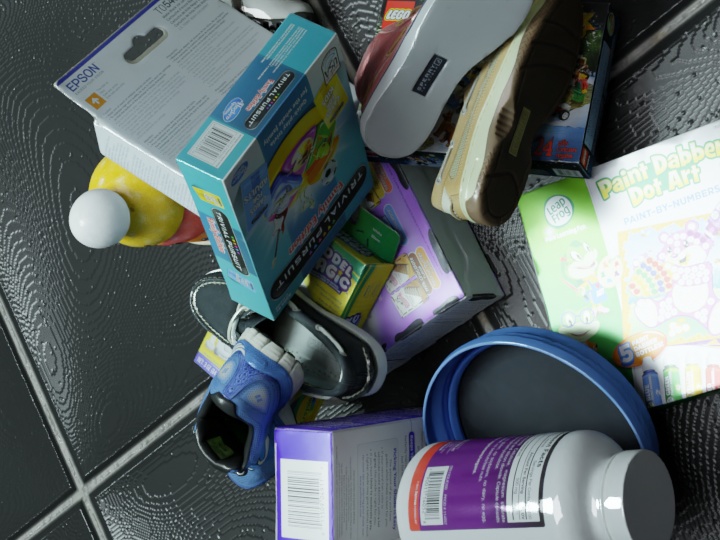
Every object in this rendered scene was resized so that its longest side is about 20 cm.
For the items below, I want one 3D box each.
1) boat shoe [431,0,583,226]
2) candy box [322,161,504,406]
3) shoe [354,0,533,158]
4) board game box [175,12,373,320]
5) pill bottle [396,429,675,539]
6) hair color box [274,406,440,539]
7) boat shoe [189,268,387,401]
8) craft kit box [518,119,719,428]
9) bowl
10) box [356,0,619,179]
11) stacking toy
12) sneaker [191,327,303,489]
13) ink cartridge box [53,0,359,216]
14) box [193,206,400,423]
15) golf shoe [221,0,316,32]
[{"bbox_3d":[0.106,-0.135,1.378,0.076,0.072,0.201,15,76,43],"label":"boat shoe"},{"bbox_3d":[0.000,0.000,1.543,0.200,0.071,0.168,-36,71,30],"label":"candy box"},{"bbox_3d":[0.060,-0.187,1.375,0.200,0.071,0.091,-54,25,23],"label":"shoe"},{"bbox_3d":[-0.060,-0.076,1.378,0.047,0.200,0.151,26,66,23],"label":"board game box"},{"bbox_3d":[0.133,0.180,1.346,0.199,0.112,0.113,-9,85,38],"label":"pill bottle"},{"bbox_3d":[0.012,0.174,1.457,0.065,0.200,0.110,0,91,37],"label":"hair color box"},{"bbox_3d":[-0.071,0.048,1.458,0.199,0.060,0.076,19,103,32],"label":"boat shoe"},{"bbox_3d":[0.236,0.005,1.392,0.199,0.048,0.199,-21,76,34],"label":"craft kit box"},{"bbox_3d":[0.145,0.135,1.413,0.200,0.039,0.202,18,127,26],"label":"bowl"},{"bbox_3d":[0.100,-0.151,1.443,0.199,0.038,0.137,6,76,25],"label":"box"},{"bbox_3d":[-0.186,-0.067,1.513,0.145,0.200,0.147,11,114,26],"label":"stacking toy"},{"bbox_3d":[-0.101,0.127,1.438,0.078,0.089,0.200,35,152,18],"label":"sneaker"},{"bbox_3d":[-0.127,-0.140,1.502,0.200,0.200,0.041,34,139,9],"label":"ink cartridge box"},{"bbox_3d":[-0.052,0.026,1.508,0.117,0.048,0.201,37,110,28],"label":"box"},{"bbox_3d":[-0.114,-0.275,1.620,0.199,0.078,0.095,26,105,31],"label":"golf shoe"}]
